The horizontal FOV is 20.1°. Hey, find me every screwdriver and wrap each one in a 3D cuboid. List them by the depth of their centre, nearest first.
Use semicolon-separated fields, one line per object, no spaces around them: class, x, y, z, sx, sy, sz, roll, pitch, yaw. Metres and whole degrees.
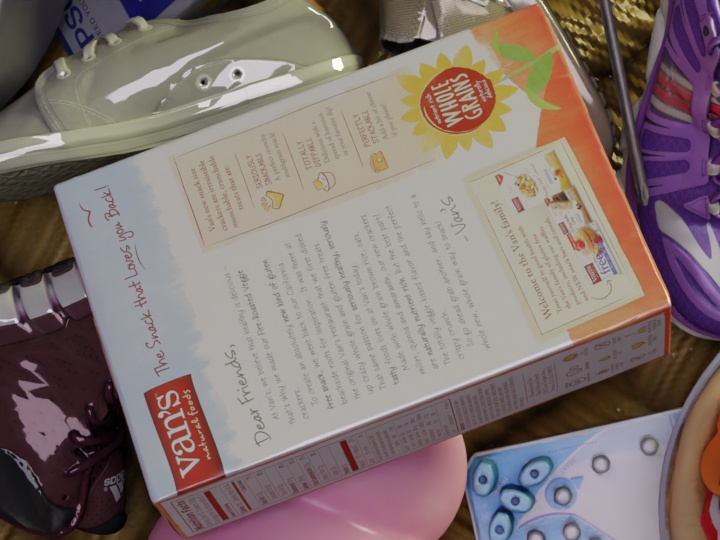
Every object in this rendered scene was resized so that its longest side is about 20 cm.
screwdriver;0.101;-0.122;0.844;0.028;0.029;0.201;-19;77;31

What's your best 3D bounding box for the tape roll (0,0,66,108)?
tape roll;-0.223;-0.145;0.856;0.199;0.066;0.202;2;97;15

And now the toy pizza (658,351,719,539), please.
toy pizza;0.206;0.077;0.752;0.199;0.032;0.201;-11;57;18

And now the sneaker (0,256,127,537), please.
sneaker;-0.098;0.047;0.858;0.199;0.076;0.116;-19;93;14

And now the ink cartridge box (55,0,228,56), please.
ink cartridge box;-0.091;-0.211;0.851;0.200;0.047;0.198;-34;82;41

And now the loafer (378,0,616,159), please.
loafer;0.032;-0.120;0.840;0.068;0.076;0.201;-31;86;-2

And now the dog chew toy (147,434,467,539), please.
dog chew toy;-0.014;0.086;0.820;0.124;0.125;0.201;18;82;7

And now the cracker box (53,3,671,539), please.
cracker box;0.000;0.000;0.761;0.199;0.058;0.135;-20;67;-1

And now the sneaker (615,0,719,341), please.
sneaker;0.146;-0.068;0.810;0.080;0.083;0.201;-1;102;-2

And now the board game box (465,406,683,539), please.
board game box;0.158;0.155;0.841;0.199;0.026;0.201;-13;86;5

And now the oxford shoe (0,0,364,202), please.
oxford shoe;-0.098;-0.071;0.836;0.199;0.075;0.058;-17;88;-3
